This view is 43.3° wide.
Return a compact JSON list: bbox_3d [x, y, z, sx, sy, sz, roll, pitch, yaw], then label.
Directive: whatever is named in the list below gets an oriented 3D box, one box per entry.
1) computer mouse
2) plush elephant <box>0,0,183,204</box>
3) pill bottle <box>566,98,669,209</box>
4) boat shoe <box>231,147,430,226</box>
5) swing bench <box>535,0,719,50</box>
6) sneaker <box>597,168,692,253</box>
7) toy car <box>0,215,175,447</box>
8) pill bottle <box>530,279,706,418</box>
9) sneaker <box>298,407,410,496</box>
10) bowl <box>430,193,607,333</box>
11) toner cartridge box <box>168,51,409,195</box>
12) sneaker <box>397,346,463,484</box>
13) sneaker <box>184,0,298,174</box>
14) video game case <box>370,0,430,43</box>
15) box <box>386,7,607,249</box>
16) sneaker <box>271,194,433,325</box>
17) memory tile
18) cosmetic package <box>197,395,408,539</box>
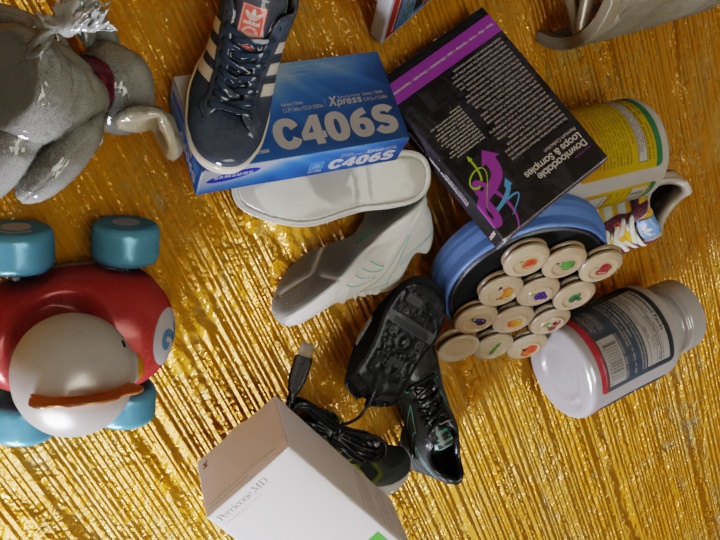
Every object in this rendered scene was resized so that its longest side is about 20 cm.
[{"bbox_3d":[-0.002,0.085,0.928,0.139,0.046,0.203,25,89,-27],"label":"computer mouse"},{"bbox_3d":[-0.228,-0.134,0.701,0.198,0.167,0.154,-31,167,19],"label":"plush elephant"},{"bbox_3d":[0.227,-0.118,0.985,0.197,0.112,0.115,-15,114,-26],"label":"pill bottle"},{"bbox_3d":[-0.032,-0.088,0.873,0.197,0.060,0.075,-11,105,-19],"label":"boat shoe"},{"bbox_3d":[0.292,-0.342,0.935,0.196,0.129,0.203,-20,117,-24],"label":"swing bench"},{"bbox_3d":[0.299,-0.050,1.065,0.200,0.090,0.075,-47,124,-8],"label":"sneaker"},{"bbox_3d":[-0.218,0.072,0.734,0.174,0.199,0.188,-4,110,-29],"label":"toy car"},{"bbox_3d":[0.318,0.087,1.108,0.197,0.119,0.122,-21,117,-23],"label":"pill bottle"},{"bbox_3d":[-0.024,0.191,0.967,0.197,0.074,0.086,7,103,-32],"label":"sneaker"},{"bbox_3d":[0.174,0.000,0.975,0.197,0.040,0.202,-12,145,-9],"label":"bowl"},{"bbox_3d":[-0.063,-0.134,0.813,0.197,0.043,0.096,-13,71,-23],"label":"toner cartridge box"},{"bbox_3d":[0.077,0.149,1.011,0.075,0.079,0.203,-25,116,-19],"label":"sneaker"},{"bbox_3d":[-0.095,-0.182,0.743,0.074,0.084,0.204,13,72,-14],"label":"sneaker"},{"bbox_3d":[0.091,-0.304,0.833,0.200,0.143,0.017,-44,86,-11],"label":"video game case"},{"bbox_3d":[0.126,-0.141,0.893,0.142,0.036,0.201,-36,80,-14],"label":"box"},{"bbox_3d":[0.000,0.000,0.919,0.199,0.070,0.081,-37,131,-13],"label":"sneaker"},{"bbox_3d":[0.178,0.038,0.979,0.151,0.017,0.201,4,139,-28],"label":"memory tile"},{"bbox_3d":[-0.053,0.231,0.884,0.107,0.085,0.200,-41,121,7],"label":"cosmetic package"}]
